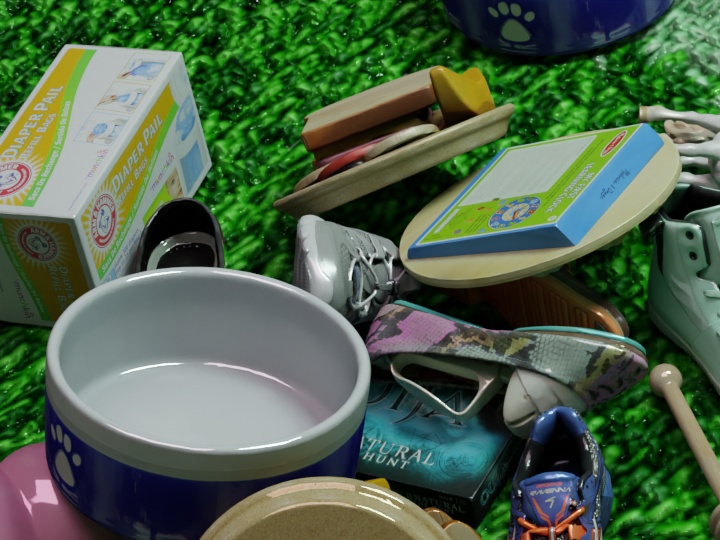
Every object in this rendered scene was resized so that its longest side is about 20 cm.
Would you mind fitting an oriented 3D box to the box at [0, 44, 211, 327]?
[{"bbox_3d":[-0.201,-0.063,1.902,0.101,0.113,0.200,6,43,22],"label":"box"}]

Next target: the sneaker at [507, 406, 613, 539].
[{"bbox_3d":[0.114,0.162,1.565,0.075,0.079,0.200,-7,39,8],"label":"sneaker"}]

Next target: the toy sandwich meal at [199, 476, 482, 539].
[{"bbox_3d":[-0.012,0.208,1.505,0.204,0.206,0.070,-11,0,2],"label":"toy sandwich meal"}]

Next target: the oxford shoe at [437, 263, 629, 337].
[{"bbox_3d":[0.122,0.001,1.769,0.073,0.072,0.200,-29,41,-26],"label":"oxford shoe"}]

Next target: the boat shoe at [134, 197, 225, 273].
[{"bbox_3d":[-0.128,0.029,1.810,0.073,0.063,0.202,-6,40,4],"label":"boat shoe"}]

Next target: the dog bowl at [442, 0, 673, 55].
[{"bbox_3d":[0.157,-0.260,2.058,0.199,0.079,0.201,-8,38,6],"label":"dog bowl"}]

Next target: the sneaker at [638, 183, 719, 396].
[{"bbox_3d":[0.250,0.021,1.670,0.074,0.119,0.200,-28,42,-21],"label":"sneaker"}]

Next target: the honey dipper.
[{"bbox_3d":[0.218,0.120,1.623,0.038,0.038,0.200,-15,37,-4],"label":"honey dipper"}]

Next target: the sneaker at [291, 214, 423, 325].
[{"bbox_3d":[0.000,0.000,1.744,0.082,0.075,0.200,6,9,8],"label":"sneaker"}]

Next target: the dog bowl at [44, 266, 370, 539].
[{"bbox_3d":[-0.096,0.083,1.594,0.199,0.079,0.200,5,32,-3],"label":"dog bowl"}]

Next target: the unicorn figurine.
[{"bbox_3d":[0.259,-0.071,1.811,0.137,0.074,0.200,7,36,7],"label":"unicorn figurine"}]

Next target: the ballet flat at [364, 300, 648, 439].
[{"bbox_3d":[0.088,0.068,1.663,0.199,0.069,0.071,9,61,30],"label":"ballet flat"}]

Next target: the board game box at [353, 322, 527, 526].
[{"bbox_3d":[0.016,0.094,1.716,0.199,0.028,0.135,11,45,26],"label":"board game box"}]

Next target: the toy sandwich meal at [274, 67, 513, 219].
[{"bbox_3d":[0.018,-0.099,1.847,0.204,0.071,0.205,-23,2,1],"label":"toy sandwich meal"}]

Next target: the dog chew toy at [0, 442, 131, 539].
[{"bbox_3d":[-0.203,0.166,1.624,0.199,0.125,0.125,-19,38,-22],"label":"dog chew toy"}]

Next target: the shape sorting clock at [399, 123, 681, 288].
[{"bbox_3d":[0.121,-0.041,1.732,0.199,0.039,0.200,-23,20,9],"label":"shape sorting clock"}]
